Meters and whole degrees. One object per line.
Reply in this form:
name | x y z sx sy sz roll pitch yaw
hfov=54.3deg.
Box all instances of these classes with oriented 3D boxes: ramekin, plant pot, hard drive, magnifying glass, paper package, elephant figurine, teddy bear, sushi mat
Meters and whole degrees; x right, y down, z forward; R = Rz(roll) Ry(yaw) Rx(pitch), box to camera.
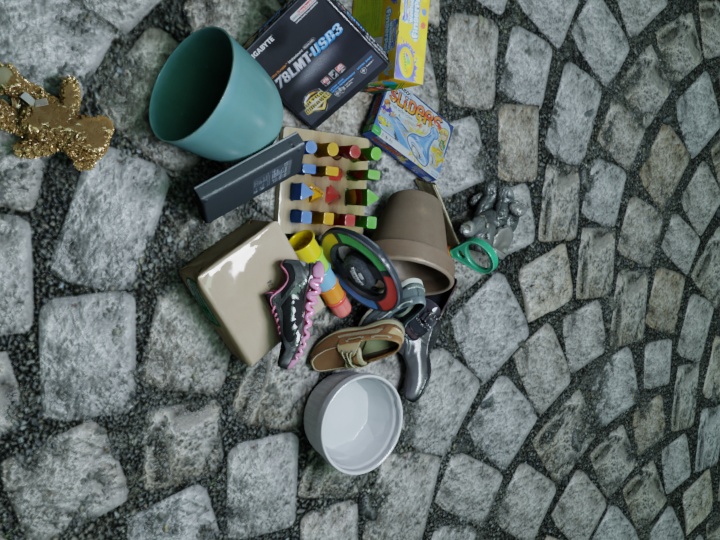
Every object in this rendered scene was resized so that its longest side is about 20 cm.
ramekin | -0.022 0.300 1.426 0.199 0.105 0.203 -4 97 -34
plant pot | 0.103 -0.064 1.435 0.199 0.199 0.176 25 65 -34
hard drive | -0.191 -0.157 1.214 0.199 0.140 0.033 -32 85 -14
magnifying glass | 0.209 -0.037 1.487 0.022 0.199 0.080 -37 118 -26
paper package | -0.194 0.036 1.278 0.190 0.103 0.201 -39 116 -25
elephant figurine | 0.272 -0.086 1.559 0.155 0.141 0.201 44 56 -14
teddy bear | -0.485 -0.234 1.079 0.198 0.067 0.147 7 82 -28
plant pot | -0.225 -0.274 1.172 0.160 0.199 0.203 25 81 -50
sushi mat | 0.176 -0.105 1.523 0.012 0.096 0.201 -30 112 -13

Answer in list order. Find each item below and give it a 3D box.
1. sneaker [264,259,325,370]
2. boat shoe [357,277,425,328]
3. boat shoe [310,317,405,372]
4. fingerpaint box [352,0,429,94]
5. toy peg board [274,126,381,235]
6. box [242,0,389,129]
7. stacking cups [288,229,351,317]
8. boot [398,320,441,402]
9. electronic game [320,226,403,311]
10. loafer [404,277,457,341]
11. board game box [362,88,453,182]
sneaker | -0.128 0.072 1.235 0.094 0.079 0.202 14 87 -12
boat shoe | 0.062 0.099 1.423 0.072 0.062 0.200 16 129 -38
boat shoe | -0.007 0.154 1.382 0.198 0.074 0.076 -23 115 12
fingerpaint box | 0.053 -0.454 1.353 0.073 0.166 0.202 2 94 -34
toy peg board | -0.052 -0.167 1.355 0.198 0.097 0.202 2 94 -35
box | -0.083 -0.384 1.263 0.198 0.199 0.050 38 31 -33
stacking cups | -0.070 0.011 1.372 0.061 0.060 0.201 -49 130 -20
boot | 0.092 0.173 1.520 0.131 0.070 0.202 24 69 -31
electronic game | 0.000 0.000 1.348 0.042 0.199 0.201 -44 117 -28
loafer | 0.149 0.071 1.502 0.072 0.063 0.200 50 43 -9
board game box | 0.104 -0.294 1.475 0.199 0.034 0.137 29 70 -33
